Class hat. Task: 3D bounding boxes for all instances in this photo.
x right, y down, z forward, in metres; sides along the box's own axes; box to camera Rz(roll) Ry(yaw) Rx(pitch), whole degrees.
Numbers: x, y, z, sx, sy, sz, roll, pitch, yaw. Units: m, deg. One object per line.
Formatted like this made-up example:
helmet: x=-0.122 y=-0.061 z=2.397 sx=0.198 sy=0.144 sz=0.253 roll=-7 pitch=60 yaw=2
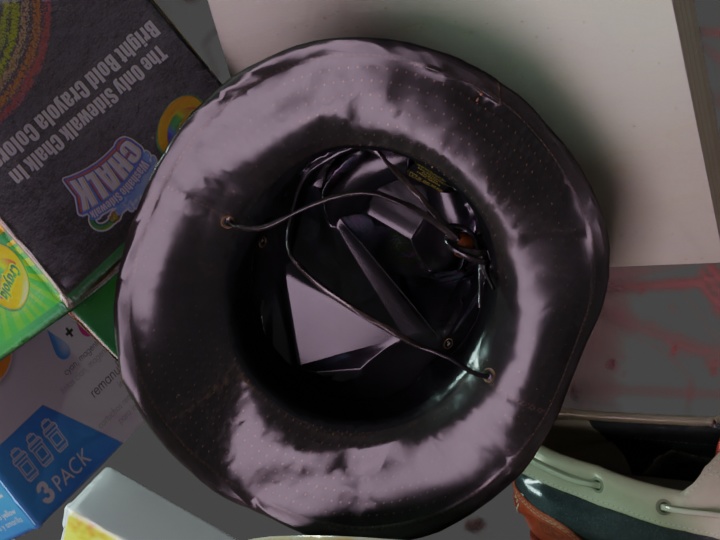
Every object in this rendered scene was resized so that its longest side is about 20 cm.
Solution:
hat: x=0.000 y=0.000 z=0.831 sx=0.198 sy=0.081 sz=0.203 roll=1 pitch=109 yaw=3

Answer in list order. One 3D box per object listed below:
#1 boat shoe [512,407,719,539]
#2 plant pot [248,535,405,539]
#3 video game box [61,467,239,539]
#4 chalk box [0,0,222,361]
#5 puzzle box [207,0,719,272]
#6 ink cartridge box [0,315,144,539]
boat shoe: x=0.150 y=0.085 z=0.854 sx=0.199 sy=0.071 sz=0.063 roll=-4 pitch=114 yaw=34
plant pot: x=0.048 y=0.137 z=0.874 sx=0.198 sy=0.200 sz=0.028 roll=-1 pitch=76 yaw=28
video game box: x=-0.071 y=0.216 z=1.061 sx=0.199 sy=0.047 sz=0.183 roll=28 pitch=130 yaw=10
chalk box: x=-0.136 y=-0.045 z=0.868 sx=0.200 sy=0.124 sz=0.124 roll=51 pitch=147 yaw=-8
puzzle box: x=0.043 y=-0.064 z=0.843 sx=0.198 sy=0.025 sz=0.134 roll=-1 pitch=118 yaw=28
ink cartridge box: x=-0.186 y=0.011 z=0.946 sx=0.068 sy=0.115 sz=0.201 roll=-25 pitch=106 yaw=46
